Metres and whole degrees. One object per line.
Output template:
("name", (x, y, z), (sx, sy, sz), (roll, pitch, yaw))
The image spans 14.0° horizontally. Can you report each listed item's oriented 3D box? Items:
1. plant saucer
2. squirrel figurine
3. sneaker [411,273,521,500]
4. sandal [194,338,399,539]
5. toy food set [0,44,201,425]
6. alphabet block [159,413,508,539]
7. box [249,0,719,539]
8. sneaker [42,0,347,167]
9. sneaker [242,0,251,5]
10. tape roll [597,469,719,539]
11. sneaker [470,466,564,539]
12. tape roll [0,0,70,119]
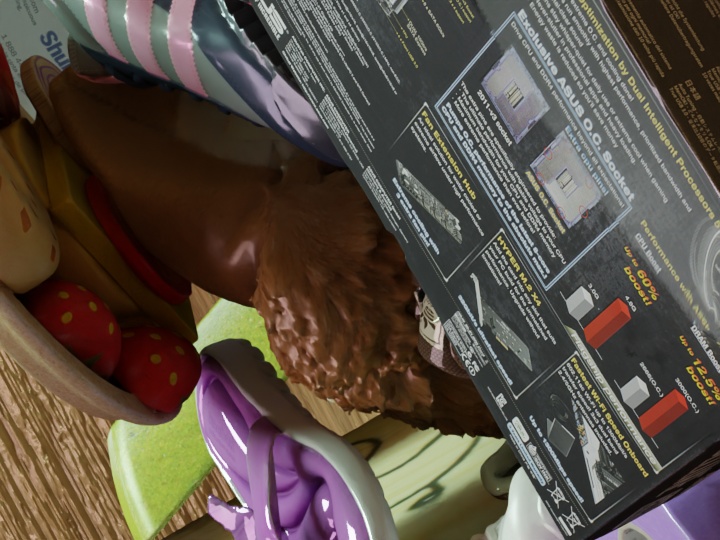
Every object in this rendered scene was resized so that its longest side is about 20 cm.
("plant saucer", (-0.056, 0.039, 1.383), (0.048, 0.200, 0.200), (40, 173, -1))
("squirrel figurine", (0.000, 0.000, 1.142), (0.200, 0.141, 0.187), (59, 179, 36))
("sneaker", (0.050, 0.000, 1.006), (0.200, 0.075, 0.070), (65, 172, -30))
("sandal", (-0.034, 0.091, 1.103), (0.203, 0.050, 0.083), (-137, 38, -62))
("toy food set", (-0.125, -0.029, 1.120), (0.200, 0.049, 0.198), (48, -168, -30))
("alphabet block", (0.037, 0.178, 1.290), (0.197, 0.200, 0.195), (62, 172, -13))
("box", (0.051, -0.043, 0.762), (0.200, 0.050, 0.158), (60, 153, 11))
("sneaker", (-0.064, -0.089, 1.076), (0.200, 0.070, 0.082), (44, 124, 22))
("sneaker", (-0.035, -0.148, 1.043), (0.075, 0.081, 0.200), (28, -152, -47))
("tape roll", (0.141, 0.121, 0.890), (0.200, 0.066, 0.200), (59, 173, 11))
("sneaker", (0.053, 0.125, 1.054), (0.200, 0.099, 0.078), (80, -165, -60))
("tape roll", (-0.118, -0.125, 1.308), (0.200, 0.066, 0.200), (24, 130, 32))
